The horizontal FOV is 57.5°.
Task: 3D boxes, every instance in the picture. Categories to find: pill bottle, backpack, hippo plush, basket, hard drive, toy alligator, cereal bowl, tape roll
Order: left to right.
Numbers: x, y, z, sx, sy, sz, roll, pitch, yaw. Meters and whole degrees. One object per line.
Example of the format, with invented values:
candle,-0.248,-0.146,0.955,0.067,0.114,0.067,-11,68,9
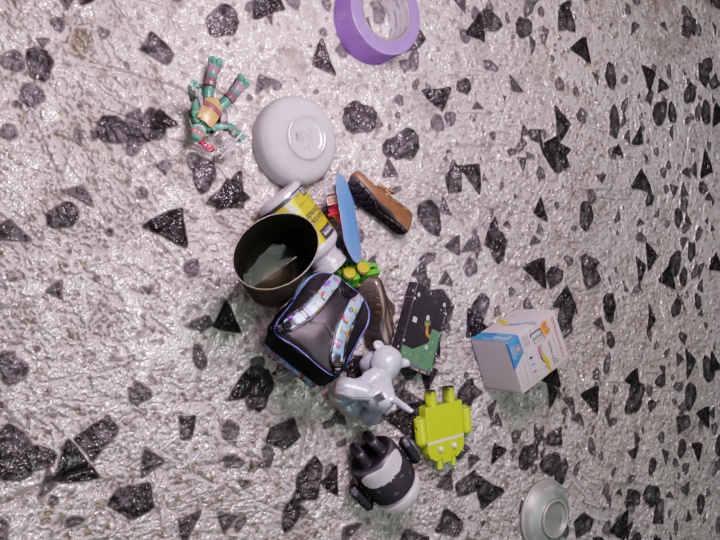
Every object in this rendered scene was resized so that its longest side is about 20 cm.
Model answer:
basket,-0.176,-0.005,1.321,0.179,0.200,0.137,-35,81,-20
cereal bowl,-0.133,-0.285,1.440,0.197,0.083,0.205,0,90,-33
pill bottle,-0.120,-0.082,1.417,0.112,0.111,0.201,-44,106,-25
backpack,-0.084,0.116,1.381,0.181,0.135,0.201,36,56,-4
toy alligator,0.000,0.000,1.511,0.197,0.060,0.055,-20,59,-32
hippo plush,0.023,0.238,1.485,0.158,0.200,0.163,29,56,-16
tape roll,0.040,-0.601,1.557,0.197,0.084,0.205,1,89,-32
hard drive,0.147,0.145,1.625,0.139,0.037,0.204,25,75,-41

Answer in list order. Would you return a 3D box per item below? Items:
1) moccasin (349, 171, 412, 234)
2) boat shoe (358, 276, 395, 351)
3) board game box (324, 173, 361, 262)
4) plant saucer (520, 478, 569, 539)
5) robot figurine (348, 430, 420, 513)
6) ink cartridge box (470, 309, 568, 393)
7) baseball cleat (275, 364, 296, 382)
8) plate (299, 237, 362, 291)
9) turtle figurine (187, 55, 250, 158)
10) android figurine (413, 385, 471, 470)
moccasin,0.052,-0.171,1.564,0.200,0.073,0.079,35,62,-24
boat shoe,0.041,0.095,1.540,0.073,0.073,0.203,-44,138,-46
board game box,-0.043,-0.114,1.479,0.158,0.038,0.204,29,52,-74
plant saucer,0.540,0.703,1.873,0.197,0.050,0.205,0,89,-33
robot figurine,0.055,0.468,1.525,0.201,0.149,0.125,54,27,-19
ink cartridge box,0.426,0.210,1.753,0.198,0.144,0.150,-27,102,-31
baseball cleat,-0.094,0.210,1.463,0.199,0.069,0.108,-35,111,-26
plate,-0.062,0.022,1.513,0.197,0.025,0.205,2,87,-33
turtle figurine,-0.300,-0.326,1.324,0.150,0.099,0.203,41,52,-41
android figurine,0.209,0.401,1.673,0.179,0.041,0.205,-3,89,-33
